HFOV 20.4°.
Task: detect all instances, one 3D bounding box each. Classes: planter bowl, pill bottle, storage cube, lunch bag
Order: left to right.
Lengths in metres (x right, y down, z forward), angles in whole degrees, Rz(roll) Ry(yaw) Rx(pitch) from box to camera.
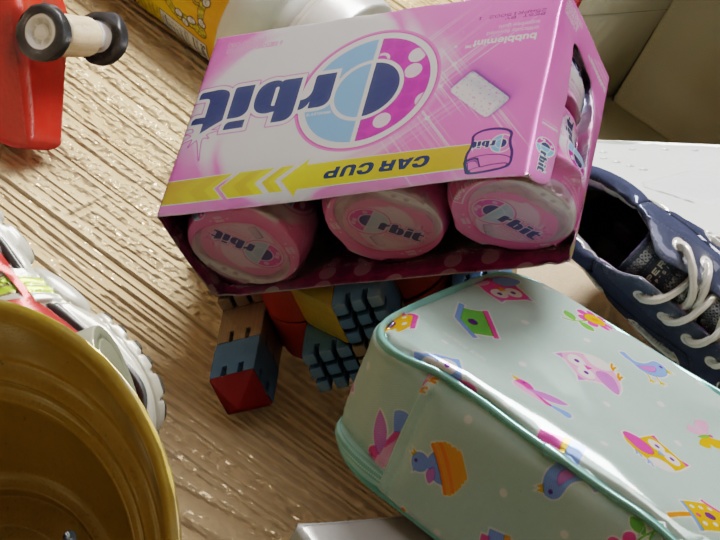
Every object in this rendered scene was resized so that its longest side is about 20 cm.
[{"bbox_3d":[-0.145,0.117,0.720,0.200,0.200,0.083,42,-3,24],"label":"planter bowl"},{"bbox_3d":[-0.079,-0.191,1.271,0.200,0.113,0.113,40,31,19],"label":"pill bottle"},{"bbox_3d":[0.101,0.084,0.866,0.199,0.077,0.160,34,26,20],"label":"lunch bag"},{"bbox_3d":[0.251,-0.138,1.410,0.200,0.172,0.179,42,31,24],"label":"storage cube"}]

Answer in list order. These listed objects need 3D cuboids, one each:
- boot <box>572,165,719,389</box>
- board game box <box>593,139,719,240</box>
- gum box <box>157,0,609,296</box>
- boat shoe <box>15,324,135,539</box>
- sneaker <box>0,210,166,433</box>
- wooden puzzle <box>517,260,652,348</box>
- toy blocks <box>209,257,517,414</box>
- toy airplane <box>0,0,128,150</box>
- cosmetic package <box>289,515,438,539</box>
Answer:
[{"bbox_3d":[0.167,0.023,0.970,0.200,0.073,0.090,40,6,39],"label":"boot"},{"bbox_3d":[0.206,-0.040,1.212,0.198,0.026,0.200,3,19,6],"label":"board game box"},{"bbox_3d":[0.017,-0.059,0.934,0.066,0.199,0.114,56,38,-43],"label":"gum box"},{"bbox_3d":[-0.115,0.121,0.797,0.075,0.066,0.201,56,19,-66],"label":"boat shoe"},{"bbox_3d":[-0.179,0.024,0.893,0.199,0.077,0.085,35,35,11],"label":"sneaker"},{"bbox_3d":[0.125,0.060,1.028,0.184,0.046,0.200,24,34,5],"label":"wooden puzzle"},{"bbox_3d":[0.000,0.000,0.996,0.199,0.100,0.137,-14,36,16],"label":"toy blocks"},{"bbox_3d":[-0.228,-0.180,1.101,0.200,0.140,0.200,49,29,-36],"label":"toy airplane"},{"bbox_3d":[0.057,0.165,0.861,0.199,0.091,0.107,-1,39,-36],"label":"cosmetic package"}]
